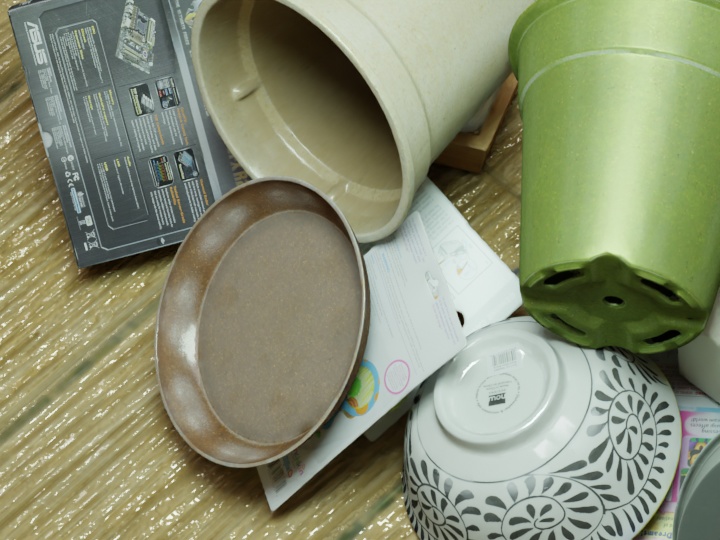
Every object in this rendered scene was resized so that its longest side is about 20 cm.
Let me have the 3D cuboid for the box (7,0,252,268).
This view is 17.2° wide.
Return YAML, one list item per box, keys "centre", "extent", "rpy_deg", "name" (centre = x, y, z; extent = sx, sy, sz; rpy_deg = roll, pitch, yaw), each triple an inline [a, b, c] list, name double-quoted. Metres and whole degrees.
- centre: [-0.159, -0.118, 1.762]
  extent: [0.157, 0.048, 0.201]
  rpy_deg: [-15, 99, 1]
  name: "box"

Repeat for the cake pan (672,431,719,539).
- centre: [0.280, 0.181, 1.468]
  extent: [0.199, 0.202, 0.037]
  rpy_deg: [21, 19, 24]
  name: "cake pan"

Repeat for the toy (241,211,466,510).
- centre: [-0.001, 0.067, 1.627]
  extent: [0.200, 0.047, 0.116]
  rpy_deg: [-39, 51, 26]
  name: "toy"

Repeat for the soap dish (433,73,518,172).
- centre: [0.033, -0.161, 1.808]
  extent: [0.199, 0.081, 0.158]
  rpy_deg: [14, 59, 20]
  name: "soap dish"

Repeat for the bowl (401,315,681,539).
- centre: [0.105, 0.100, 1.581]
  extent: [0.199, 0.094, 0.202]
  rpy_deg: [-13, 52, 17]
  name: "bowl"

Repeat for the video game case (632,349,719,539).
- centre: [0.223, 0.119, 1.613]
  extent: [0.198, 0.024, 0.183]
  rpy_deg: [3, 57, 12]
  name: "video game case"

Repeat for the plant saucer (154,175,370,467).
- centre: [-0.062, 0.037, 1.631]
  extent: [0.199, 0.034, 0.202]
  rpy_deg: [-14, 69, 40]
  name: "plant saucer"

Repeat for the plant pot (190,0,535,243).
- centre: [0.016, -0.153, 1.637]
  extent: [0.200, 0.201, 0.183]
  rpy_deg: [31, 55, 28]
  name: "plant pot"

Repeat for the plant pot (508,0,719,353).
- centre: [0.177, -0.056, 1.551]
  extent: [0.199, 0.200, 0.191]
  rpy_deg: [6, 61, 15]
  name: "plant pot"

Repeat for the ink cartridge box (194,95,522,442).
- centre: [0.000, 0.000, 1.709]
  extent: [0.160, 0.047, 0.200]
  rpy_deg: [-42, 80, -4]
  name: "ink cartridge box"

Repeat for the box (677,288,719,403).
- centre: [0.304, 0.083, 1.561]
  extent: [0.068, 0.082, 0.200]
  rpy_deg: [-42, 62, -19]
  name: "box"
